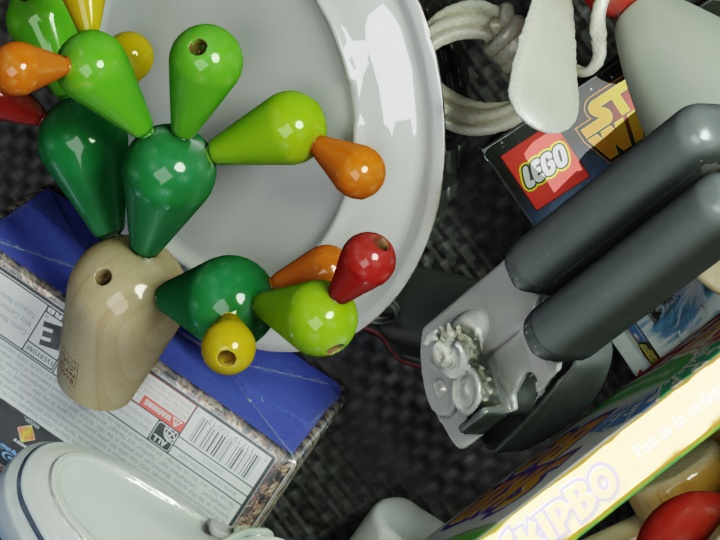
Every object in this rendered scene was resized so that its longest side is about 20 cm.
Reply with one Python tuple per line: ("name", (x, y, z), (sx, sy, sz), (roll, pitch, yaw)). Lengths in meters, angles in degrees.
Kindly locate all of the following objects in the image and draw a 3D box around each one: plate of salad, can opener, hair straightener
("plate of salad", (-0.039, -0.069, 1.078), (0.200, 0.048, 0.201), (16, 114, 39))
("can opener", (0.083, 0.005, 1.028), (0.200, 0.066, 0.053), (-45, 55, 50))
("hair straightener", (0.000, 0.000, 1.136), (0.200, 0.077, 0.041), (21, 72, 19))

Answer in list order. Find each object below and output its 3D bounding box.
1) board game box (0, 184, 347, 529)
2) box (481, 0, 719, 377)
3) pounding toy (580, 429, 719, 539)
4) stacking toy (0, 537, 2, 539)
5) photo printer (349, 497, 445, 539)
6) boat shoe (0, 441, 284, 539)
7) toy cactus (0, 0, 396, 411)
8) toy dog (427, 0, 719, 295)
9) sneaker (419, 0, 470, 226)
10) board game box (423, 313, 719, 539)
("board game box", (-0.129, 0.096, 1.178), (0.159, 0.097, 0.200), (35, 109, 3))
("box", (0.166, -0.047, 1.104), (0.200, 0.040, 0.137), (-33, 96, 18))
("pounding toy", (0.132, 0.116, 1.064), (0.142, 0.200, 0.184), (45, 65, -2))
("stacking toy", (-0.239, 0.145, 1.122), (0.110, 0.116, 0.200), (47, 120, 2))
("photo printer", (0.021, 0.218, 1.188), (0.166, 0.069, 0.200), (36, 109, 2))
("boat shoe", (-0.044, 0.123, 1.072), (0.200, 0.074, 0.067), (38, 133, -8))
("toy cactus", (-0.079, -0.014, 1.037), (0.200, 0.102, 0.165), (38, 128, 20))
("toy dog", (0.109, -0.071, 1.039), (0.200, 0.096, 0.132), (28, 108, 6))
("sneaker", (-0.021, -0.106, 1.129), (0.087, 0.076, 0.201), (-9, 102, 35))
("board game box", (0.087, 0.069, 1.036), (0.200, 0.096, 0.030), (-39, 92, -11))
